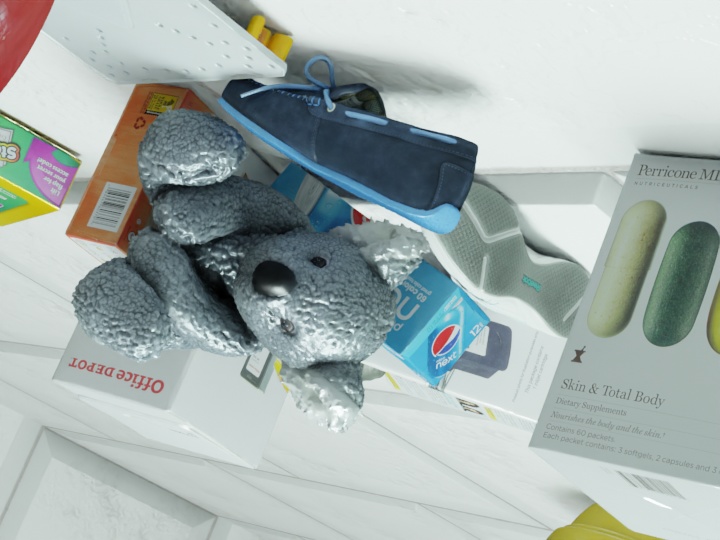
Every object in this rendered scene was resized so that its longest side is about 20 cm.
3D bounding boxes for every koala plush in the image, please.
[{"bbox_3d":[-0.059,0.009,1.154,0.199,0.178,0.184,18,171,23],"label":"koala plush"}]

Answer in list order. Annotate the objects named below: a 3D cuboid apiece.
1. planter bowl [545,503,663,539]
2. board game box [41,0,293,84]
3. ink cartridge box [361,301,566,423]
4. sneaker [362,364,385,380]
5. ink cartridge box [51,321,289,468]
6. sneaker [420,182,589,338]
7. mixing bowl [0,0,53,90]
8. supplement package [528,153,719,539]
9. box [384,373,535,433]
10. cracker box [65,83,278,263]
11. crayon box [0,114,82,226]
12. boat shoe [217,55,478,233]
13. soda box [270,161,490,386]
[{"bbox_3d":[0.318,0.329,1.972,0.200,0.084,0.200,21,163,7],"label":"planter bowl"},{"bbox_3d":[-0.171,-0.186,1.066,0.200,0.026,0.200,5,156,47],"label":"board game box"},{"bbox_3d":[0.098,0.067,1.370,0.199,0.085,0.145,19,177,11],"label":"ink cartridge box"},{"bbox_3d":[-0.047,0.078,1.591,0.114,0.077,0.199,1,177,-10],"label":"sneaker"},{"bbox_3d":[-0.146,0.049,1.474,0.146,0.201,0.146,11,161,36],"label":"ink cartridge box"},{"bbox_3d":[0.091,-0.006,1.221,0.080,0.071,0.200,11,161,42],"label":"sneaker"},{"bbox_3d":[-0.243,-0.184,0.929,0.200,0.108,0.201,31,143,27],"label":"mixing bowl"},{"bbox_3d":[0.227,0.056,0.997,0.151,0.201,0.151,8,158,40],"label":"supplement package"},{"bbox_3d":[0.117,0.108,1.584,0.199,0.049,0.082,16,162,23],"label":"box"},{"bbox_3d":[-0.128,-0.039,1.288,0.058,0.134,0.200,12,162,32],"label":"cracker box"},{"bbox_3d":[-0.379,-0.116,1.510,0.200,0.058,0.172,30,161,-25],"label":"crayon box"},{"bbox_3d":[-0.003,-0.089,1.075,0.200,0.069,0.084,29,180,26],"label":"boat shoe"},{"bbox_3d":[0.000,0.000,1.243,0.200,0.068,0.064,38,176,37],"label":"soda box"}]
